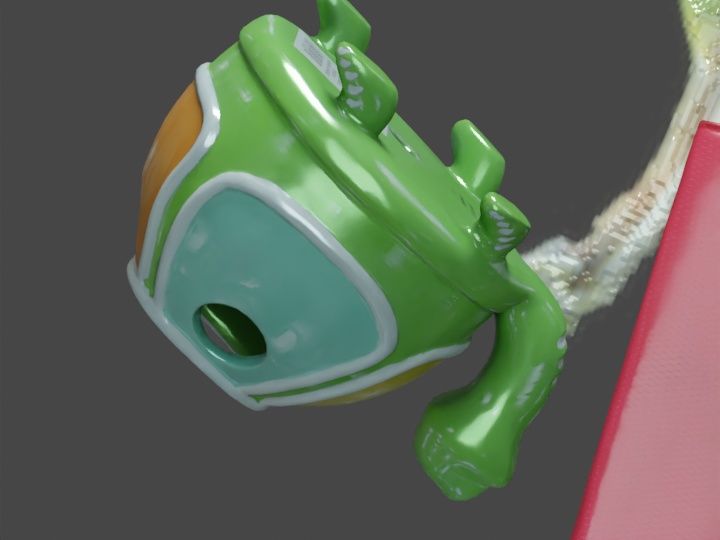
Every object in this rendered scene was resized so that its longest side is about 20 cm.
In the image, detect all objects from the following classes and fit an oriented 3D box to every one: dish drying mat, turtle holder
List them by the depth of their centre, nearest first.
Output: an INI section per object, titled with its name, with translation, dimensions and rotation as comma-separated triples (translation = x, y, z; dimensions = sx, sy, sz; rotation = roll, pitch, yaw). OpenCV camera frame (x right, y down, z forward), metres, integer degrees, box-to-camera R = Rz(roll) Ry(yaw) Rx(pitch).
[turtle holder]
translation = -0.006, -0.008, 1.068
dimensions = 0.132, 0.141, 0.185
rotation = -43, 128, 9
[dish drying mat]
translation = 0.145, 0.044, 1.115
dimensions = 0.077, 0.018, 0.200
rotation = 18, 85, -1
